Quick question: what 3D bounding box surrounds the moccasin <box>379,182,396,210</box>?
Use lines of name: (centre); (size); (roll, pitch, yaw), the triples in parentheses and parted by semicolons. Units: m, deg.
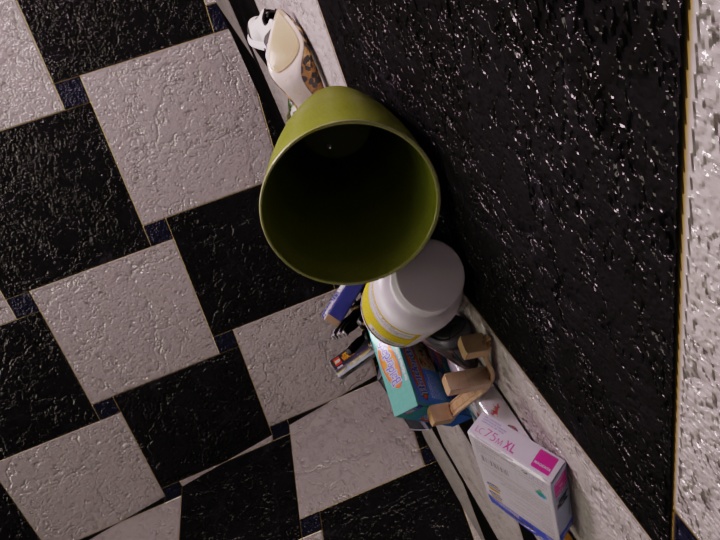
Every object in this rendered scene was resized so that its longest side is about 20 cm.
moccasin: (0.043, -0.059, 0.906); (0.202, 0.072, 0.079); (70, -179, -78)

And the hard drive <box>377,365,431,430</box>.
hard drive: (0.090, 0.172, 1.165); (0.136, 0.042, 0.200); (56, -156, -8)

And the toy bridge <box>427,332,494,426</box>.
toy bridge: (0.141, 0.144, 0.909); (0.202, 0.066, 0.028); (103, 155, -50)

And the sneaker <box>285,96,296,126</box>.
sneaker: (-0.106, -0.315, 1.264); (0.200, 0.075, 0.091); (-161, 56, -76)

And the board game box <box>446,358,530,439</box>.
board game box: (0.187, 0.206, 0.996); (0.201, 0.034, 0.128); (59, 174, 44)

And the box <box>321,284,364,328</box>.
box: (0.000, 0.000, 1.160); (0.032, 0.203, 0.121); (31, 177, -4)

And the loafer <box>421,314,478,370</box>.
loafer: (0.113, 0.091, 0.998); (0.064, 0.071, 0.200); (59, 174, -17)

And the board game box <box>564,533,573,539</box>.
board game box: (0.283, 0.388, 0.983); (0.201, 0.029, 0.097); (-118, 3, -51)

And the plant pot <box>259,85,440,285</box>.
plant pot: (-0.018, -0.121, 0.770); (0.202, 0.183, 0.189); (-99, -12, -53)

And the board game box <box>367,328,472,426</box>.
board game box: (0.094, 0.157, 1.079); (0.199, 0.044, 0.155); (27, -140, -54)

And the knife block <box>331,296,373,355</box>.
knife block: (0.025, 0.073, 1.210); (0.065, 0.173, 0.200); (62, 176, -11)

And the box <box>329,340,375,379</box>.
box: (0.033, 0.138, 1.335); (0.040, 0.198, 0.137); (55, 174, 10)

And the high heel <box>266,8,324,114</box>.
high heel: (-0.089, -0.312, 1.130); (0.142, 0.070, 0.205); (3, -108, -70)

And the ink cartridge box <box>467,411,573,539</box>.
ink cartridge box: (0.205, 0.268, 0.869); (0.118, 0.042, 0.202); (27, 150, 38)

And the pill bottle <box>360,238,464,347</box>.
pill bottle: (0.064, 0.028, 0.853); (0.113, 0.110, 0.200); (62, 167, 8)

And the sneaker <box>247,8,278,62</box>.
sneaker: (-0.151, -0.419, 1.194); (0.200, 0.072, 0.082); (-129, 26, -51)
